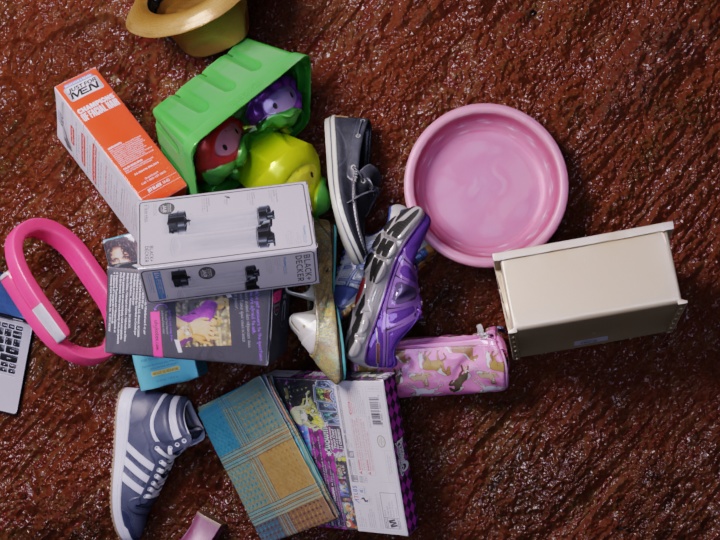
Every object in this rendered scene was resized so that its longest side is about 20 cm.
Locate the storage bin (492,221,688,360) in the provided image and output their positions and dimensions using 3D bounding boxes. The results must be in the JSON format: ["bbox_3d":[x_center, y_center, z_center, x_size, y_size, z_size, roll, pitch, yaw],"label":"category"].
[{"bbox_3d":[0.265,0.031,1.326,0.199,0.199,0.094,-11,75,7],"label":"storage bin"}]

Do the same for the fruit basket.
[{"bbox_3d":[-0.119,-0.150,1.357,0.215,0.156,0.216,1,58,-2],"label":"fruit basket"}]

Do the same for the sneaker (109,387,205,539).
[{"bbox_3d":[-0.260,0.253,1.457,0.108,0.070,0.201,1,90,8],"label":"sneaker"}]

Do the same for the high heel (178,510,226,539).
[{"bbox_3d":[-0.150,0.396,1.454,0.200,0.067,0.096,26,86,19],"label":"high heel"}]

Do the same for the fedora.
[{"bbox_3d":[-0.190,-0.320,1.387,0.200,0.201,0.082,-26,127,7],"label":"fedora"}]

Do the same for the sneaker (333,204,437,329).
[{"bbox_3d":[0.000,0.000,1.420,0.200,0.075,0.088,-39,80,-2],"label":"sneaker"}]

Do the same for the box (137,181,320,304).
[{"bbox_3d":[-0.150,-0.032,1.288,0.199,0.117,0.060,-8,136,-5],"label":"box"}]

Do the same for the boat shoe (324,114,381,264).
[{"bbox_3d":[-0.005,-0.103,1.383,0.062,0.075,0.201,-8,65,5],"label":"boat shoe"}]

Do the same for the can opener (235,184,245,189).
[{"bbox_3d":[-0.134,-0.044,1.445,0.067,0.053,0.201,-8,92,-25],"label":"can opener"}]

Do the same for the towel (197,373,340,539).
[{"bbox_3d":[-0.119,0.240,1.431,0.146,0.022,0.200,-28,89,39],"label":"towel"}]

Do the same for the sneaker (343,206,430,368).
[{"bbox_3d":[0.044,0.021,1.352,0.083,0.081,0.201,18,97,-16],"label":"sneaker"}]

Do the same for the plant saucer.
[{"bbox_3d":[0.152,-0.102,1.388,0.200,0.051,0.201,0,85,-1],"label":"plant saucer"}]

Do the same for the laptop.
[{"bbox_3d":[-0.532,0.078,1.455,0.187,0.116,0.201,12,94,6],"label":"laptop"}]

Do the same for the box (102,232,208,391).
[{"bbox_3d":[-0.263,0.047,1.456,0.082,0.049,0.201,-14,92,7],"label":"box"}]

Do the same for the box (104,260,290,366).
[{"bbox_3d":[-0.193,0.048,1.361,0.199,0.122,0.106,5,96,6],"label":"box"}]

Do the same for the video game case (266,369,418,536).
[{"bbox_3d":[-0.025,0.222,1.396,0.181,0.036,0.201,-3,102,33],"label":"video game case"}]

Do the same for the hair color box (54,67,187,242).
[{"bbox_3d":[-0.296,-0.136,1.393,0.064,0.111,0.200,-33,75,-25],"label":"hair color box"}]

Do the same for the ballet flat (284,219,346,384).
[{"bbox_3d":[-0.057,0.038,1.348,0.070,0.071,0.201,-6,79,7],"label":"ballet flat"}]

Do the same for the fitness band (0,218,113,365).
[{"bbox_3d":[-0.371,0.027,1.421,0.037,0.144,0.200,-32,93,25],"label":"fitness band"}]

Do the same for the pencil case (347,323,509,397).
[{"bbox_3d":[0.084,0.114,1.405,0.199,0.083,0.087,-5,93,8],"label":"pencil case"}]
